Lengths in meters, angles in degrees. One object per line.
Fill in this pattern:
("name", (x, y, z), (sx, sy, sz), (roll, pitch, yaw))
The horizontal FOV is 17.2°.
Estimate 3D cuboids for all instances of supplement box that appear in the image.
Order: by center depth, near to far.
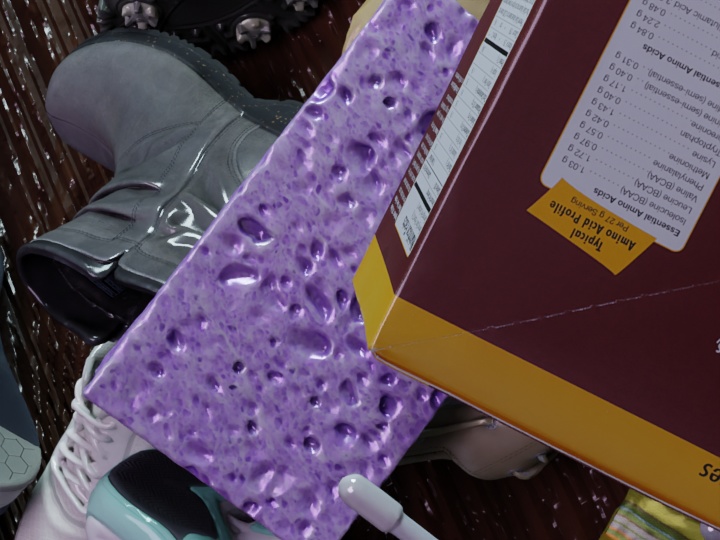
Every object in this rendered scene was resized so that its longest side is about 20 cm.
("supplement box", (0.128, -0.029, 0.798), (0.196, 0.133, 0.201), (26, 97, -6))

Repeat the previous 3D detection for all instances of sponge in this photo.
("sponge", (0.000, 0.000, 0.887), (0.111, 0.030, 0.200), (38, 92, -5))

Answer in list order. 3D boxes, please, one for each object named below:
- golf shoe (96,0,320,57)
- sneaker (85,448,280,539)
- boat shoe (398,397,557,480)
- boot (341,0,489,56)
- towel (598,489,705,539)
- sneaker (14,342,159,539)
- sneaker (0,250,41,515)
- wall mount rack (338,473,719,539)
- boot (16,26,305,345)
("golf shoe", (-0.035, -0.166, 1.039), (0.199, 0.077, 0.089), (-32, 48, 25))
("sneaker", (-0.037, 0.176, 1.002), (0.199, 0.078, 0.141), (30, 122, 22))
("boat shoe", (0.060, 0.045, 0.946), (0.199, 0.075, 0.069), (-2, 105, 32))
("boot", (0.087, -0.097, 0.940), (0.199, 0.066, 0.176), (17, 95, 36))
("towel", (0.081, 0.179, 0.887), (0.086, 0.018, 0.200), (27, 72, 34))
("sneaker", (-0.102, 0.068, 1.047), (0.075, 0.081, 0.200), (48, 113, 27))
("sneaker", (-0.223, 0.062, 1.134), (0.146, 0.077, 0.203), (-52, 41, 36))
("wall mount rack", (0.043, 0.132, 0.796), (0.200, 0.173, 0.075), (-47, 49, 41))
("boot", (-0.097, -0.033, 0.989), (0.199, 0.131, 0.070), (18, 134, 41))
